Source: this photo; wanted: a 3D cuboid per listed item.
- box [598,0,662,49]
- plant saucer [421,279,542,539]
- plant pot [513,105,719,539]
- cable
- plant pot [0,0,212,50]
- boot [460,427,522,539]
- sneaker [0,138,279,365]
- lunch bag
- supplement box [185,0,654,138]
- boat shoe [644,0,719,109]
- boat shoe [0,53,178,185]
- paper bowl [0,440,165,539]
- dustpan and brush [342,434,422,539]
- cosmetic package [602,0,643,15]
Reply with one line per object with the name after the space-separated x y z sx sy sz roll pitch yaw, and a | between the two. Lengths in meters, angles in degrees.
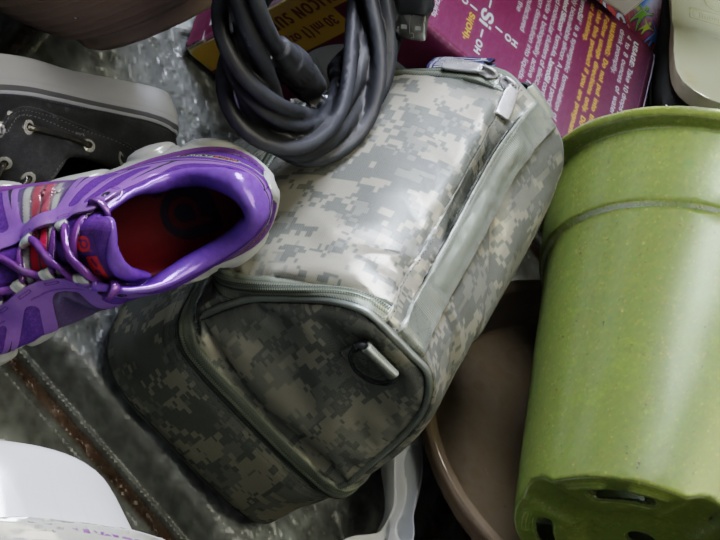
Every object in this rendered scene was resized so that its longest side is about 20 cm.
0.102 -0.153 1.640 0.200 0.100 0.095 57 42 -11 | box
0.112 0.094 1.514 0.200 0.029 0.200 18 49 -22 | plant saucer
0.154 0.057 1.441 0.200 0.200 0.190 39 54 -28 | plant pot
-0.019 -0.147 1.333 0.163 0.051 0.200 -47 145 -39 | cable
-0.103 -0.165 1.368 0.201 0.201 0.093 -49 119 -45 | plant pot
0.123 0.152 1.558 0.144 0.072 0.200 -31 88 -47 | boot
-0.132 -0.010 1.292 0.083 0.200 0.081 -143 -149 -85 | sneaker
0.000 0.000 1.419 0.139 0.168 0.200 49 45 -19 | lunch bag
0.032 -0.112 1.529 0.200 0.131 0.103 38 49 -27 | supplement box
0.189 -0.120 1.601 0.074 0.063 0.201 19 38 -1 | boat shoe
-0.157 -0.053 1.362 0.200 0.070 0.066 7 67 -52 | boat shoe
-0.165 0.130 1.169 0.201 0.201 0.104 14 64 -42 | paper bowl
0.009 0.158 1.439 0.140 0.057 0.200 31 41 -34 | dustpan and brush
0.087 -0.224 1.487 0.200 0.085 0.108 29 32 -40 | cosmetic package
